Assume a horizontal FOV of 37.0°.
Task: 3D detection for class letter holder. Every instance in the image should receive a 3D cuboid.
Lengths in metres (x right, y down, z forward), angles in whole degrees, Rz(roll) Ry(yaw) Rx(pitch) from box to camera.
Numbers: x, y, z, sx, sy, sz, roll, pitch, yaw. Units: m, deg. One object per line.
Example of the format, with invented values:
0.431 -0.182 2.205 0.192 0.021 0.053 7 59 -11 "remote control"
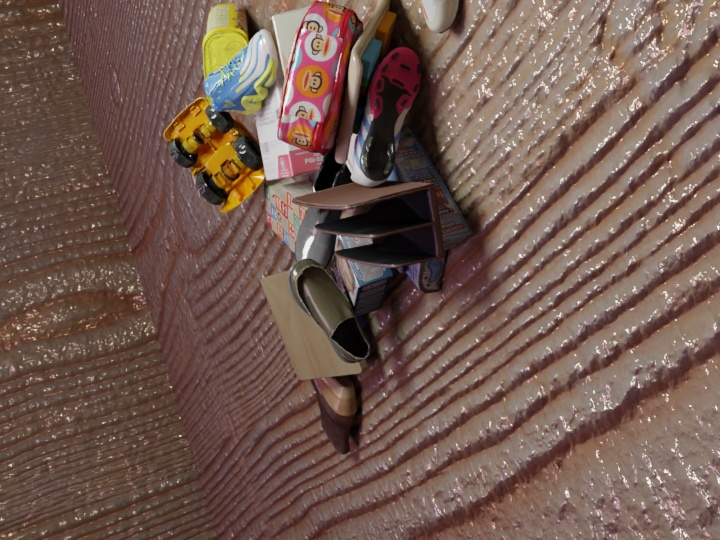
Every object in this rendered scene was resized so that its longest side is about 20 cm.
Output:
0.002 -0.061 1.475 0.199 0.141 0.102 13 115 64 "letter holder"

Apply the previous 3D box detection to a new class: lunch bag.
-0.054 -0.265 1.504 0.176 0.081 0.203 -38 -37 -83 "lunch bag"

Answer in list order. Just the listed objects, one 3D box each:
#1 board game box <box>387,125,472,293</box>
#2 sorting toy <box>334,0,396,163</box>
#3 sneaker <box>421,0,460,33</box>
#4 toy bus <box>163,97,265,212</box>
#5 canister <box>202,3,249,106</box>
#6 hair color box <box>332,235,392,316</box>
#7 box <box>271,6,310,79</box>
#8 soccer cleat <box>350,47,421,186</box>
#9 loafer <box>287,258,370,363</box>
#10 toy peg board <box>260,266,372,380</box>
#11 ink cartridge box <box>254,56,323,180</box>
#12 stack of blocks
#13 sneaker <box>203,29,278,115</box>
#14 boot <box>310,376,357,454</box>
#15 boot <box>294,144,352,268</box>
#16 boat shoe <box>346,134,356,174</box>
0.080 -0.068 1.550 0.200 0.061 0.202 -124 30 -41 "board game box"
0.011 -0.276 1.522 0.186 0.036 0.201 101 -175 -46 "sorting toy"
0.067 -0.397 1.349 0.070 0.092 0.202 28 128 60 "sneaker"
-0.257 -0.236 2.085 0.201 0.135 0.192 50 -160 -4 "toy bus"
-0.248 -0.405 2.016 0.201 0.085 0.150 -101 9 -60 "canister"
0.000 0.000 1.719 0.200 0.060 0.101 104 147 -72 "hair color box"
-0.081 -0.313 1.728 0.095 0.077 0.203 -62 -40 -84 "box"
0.027 -0.212 1.492 0.086 0.069 0.202 -16 56 69 "soccer cleat"
-0.040 0.065 1.709 0.201 0.075 0.070 53 165 -20 "loafer"
-0.057 0.078 1.921 0.198 0.097 0.202 -14 100 52 "toy peg board"
-0.127 -0.268 1.888 0.145 0.084 0.203 6 109 66 "ink cartridge box"
-0.114 -0.105 1.985 0.200 0.058 0.116 44 141 52 "stack of blocks"
-0.203 -0.321 1.797 0.076 0.104 0.201 67 155 23 "sneaker"
-0.073 0.236 2.066 0.200 0.072 0.168 47 142 43 "boot"
-0.063 -0.100 1.716 0.132 0.069 0.202 86 -163 -76 "boot"
0.002 -0.217 1.662 0.071 0.067 0.202 -23 90 28 "boat shoe"
